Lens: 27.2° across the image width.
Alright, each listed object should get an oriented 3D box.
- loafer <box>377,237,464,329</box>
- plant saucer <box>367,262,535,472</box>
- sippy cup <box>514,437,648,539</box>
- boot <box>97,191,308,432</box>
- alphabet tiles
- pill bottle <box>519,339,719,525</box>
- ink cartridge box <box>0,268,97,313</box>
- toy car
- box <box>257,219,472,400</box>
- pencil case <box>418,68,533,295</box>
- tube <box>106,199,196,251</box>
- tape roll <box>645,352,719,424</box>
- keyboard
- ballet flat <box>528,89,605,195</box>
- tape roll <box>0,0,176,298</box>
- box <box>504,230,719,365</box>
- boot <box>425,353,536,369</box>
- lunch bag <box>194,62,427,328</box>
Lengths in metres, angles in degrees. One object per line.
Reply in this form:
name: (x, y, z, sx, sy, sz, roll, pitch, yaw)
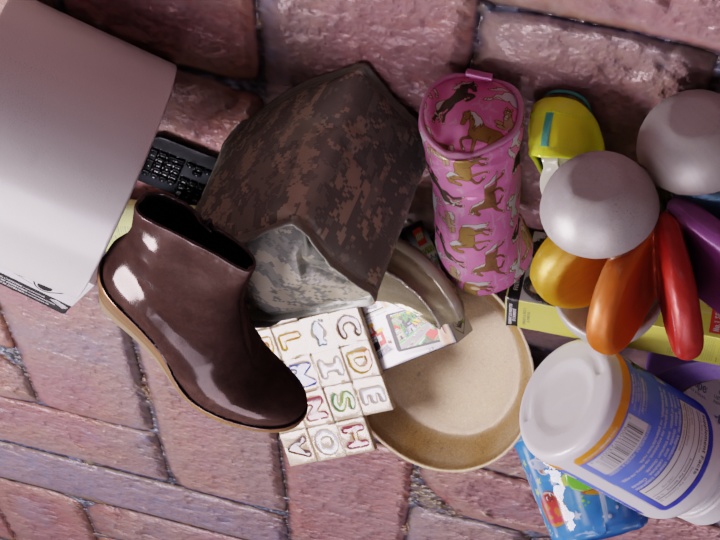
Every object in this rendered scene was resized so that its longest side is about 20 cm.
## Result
loafer: (0.000, 0.000, 1.252, 0.199, 0.068, 0.076, 32, 166, 27)
plant saucer: (0.074, 0.084, 1.354, 0.199, 0.035, 0.202, 10, 110, 27)
sippy cup: (0.222, 0.199, 1.459, 0.177, 0.131, 0.139, 1, 162, -45)
boot: (-0.106, 0.038, 1.110, 0.199, 0.073, 0.166, 34, 148, -5)
alphabet tiles: (-0.058, 0.079, 1.362, 0.166, 0.008, 0.201, -15, 97, 33)
pill bottle: (0.243, 0.148, 1.289, 0.199, 0.113, 0.112, 30, 149, -31)
ink cartridge box: (-0.366, -0.029, 1.501, 0.199, 0.044, 0.094, 28, 148, -20)
toy car: (0.229, -0.014, 1.062, 0.150, 0.199, 0.175, 53, 171, 36)
box: (-0.006, 0.042, 1.345, 0.199, 0.035, 0.111, -23, 93, 34)
pencil case: (0.091, -0.065, 1.149, 0.082, 0.087, 0.200, -23, 148, -5)
tube: (-0.185, -0.038, 1.351, 0.199, 0.052, 0.058, 5, -169, 41)
tape roll: (0.356, 0.103, 1.339, 0.199, 0.066, 0.201, 12, 151, 7)
keyboard: (-0.109, -0.051, 1.335, 0.199, 0.040, 0.104, 22, 150, -9)
ballet flat: (0.170, -0.056, 1.151, 0.066, 0.067, 0.200, 2, 149, 27)
tape roll: (-0.244, -0.096, 1.154, 0.138, 0.204, 0.203, 24, 151, -13)
box: (0.226, 0.023, 1.257, 0.199, 0.076, 0.050, 12, 151, 10)
boot: (0.065, 0.090, 1.499, 0.188, 0.069, 0.200, 27, 160, -28)
lunch bag: (-0.060, -0.050, 1.177, 0.199, 0.165, 0.118, -12, 136, 43)
